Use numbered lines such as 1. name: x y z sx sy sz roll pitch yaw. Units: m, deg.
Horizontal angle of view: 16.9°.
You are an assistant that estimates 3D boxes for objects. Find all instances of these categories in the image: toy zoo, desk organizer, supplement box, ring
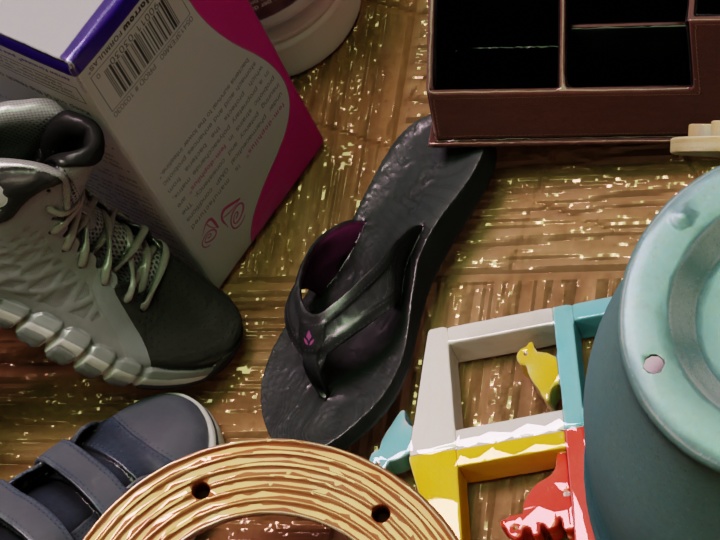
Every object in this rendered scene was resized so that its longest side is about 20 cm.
1. toy zoo: 0.102 0.075 1.103 0.199 0.020 0.132 -12 57 13
2. desk organizer: 0.129 -0.112 1.153 0.199 0.077 0.072 0 48 12
3. supplement box: -0.109 -0.095 1.173 0.103 0.200 0.101 24 69 31
4. ring: -0.041 0.172 1.067 0.199 0.019 0.201 -2 71 6

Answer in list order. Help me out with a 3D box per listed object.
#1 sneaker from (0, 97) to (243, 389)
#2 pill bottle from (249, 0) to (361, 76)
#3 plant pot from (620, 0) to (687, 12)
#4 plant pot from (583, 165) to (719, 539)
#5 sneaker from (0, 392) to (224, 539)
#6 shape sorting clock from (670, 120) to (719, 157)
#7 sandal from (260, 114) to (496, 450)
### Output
1. sneaker: -0.126 -0.017 1.126 0.116 0.199 0.075 -49 31 40
2. pill bottle: -0.073 -0.190 1.218 0.114 0.200 0.115 -9 56 14
3. plant pot: 0.141 -0.243 1.189 0.199 0.179 0.201 -8 58 14
4. plant pot: 0.177 0.048 0.965 0.199 0.188 0.201 -5 66 11
5. sneaker: -0.142 0.128 1.123 0.078 0.079 0.200 28 71 32
6. shape sorting clock: 0.233 -0.054 1.040 0.199 0.200 0.039 6 92 23
7. sandal: -0.001 -0.001 1.160 0.075 0.048 0.201 3 56 37
